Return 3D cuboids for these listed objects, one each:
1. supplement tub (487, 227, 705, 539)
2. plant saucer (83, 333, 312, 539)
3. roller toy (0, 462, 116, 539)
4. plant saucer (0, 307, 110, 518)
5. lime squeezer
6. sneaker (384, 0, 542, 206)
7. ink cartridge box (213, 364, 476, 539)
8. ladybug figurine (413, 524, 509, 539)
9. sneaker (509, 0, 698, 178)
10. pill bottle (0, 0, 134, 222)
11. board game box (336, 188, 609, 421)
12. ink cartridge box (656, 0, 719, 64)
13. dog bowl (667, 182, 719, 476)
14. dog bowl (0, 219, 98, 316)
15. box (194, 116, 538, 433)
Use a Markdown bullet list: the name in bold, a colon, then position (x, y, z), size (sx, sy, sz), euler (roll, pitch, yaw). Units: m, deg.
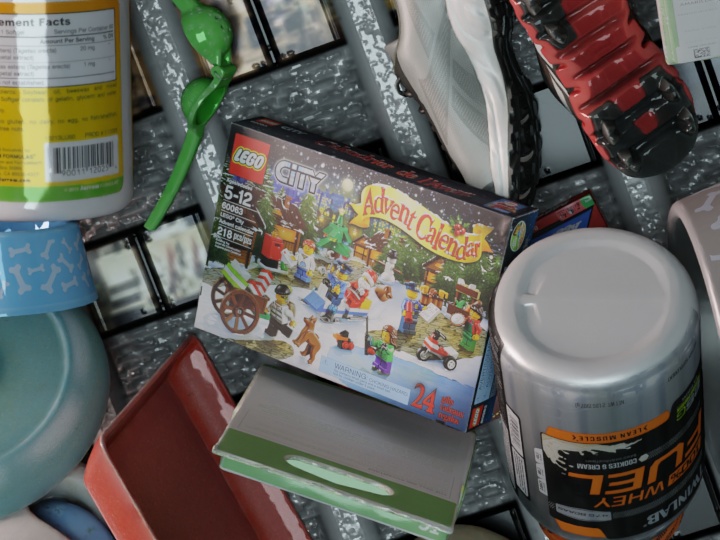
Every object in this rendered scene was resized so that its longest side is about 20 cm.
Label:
- **supplement tub**: position (0.143, 0.080, 1.415), size (0.122, 0.123, 0.200), euler (-5, 140, 7)
- **plant saucer**: position (-0.094, 0.159, 1.456), size (0.037, 0.200, 0.200), euler (-26, 100, 19)
- **roller toy**: position (-0.195, 0.215, 1.486), size (0.182, 0.140, 0.200), euler (-1, 122, 40)
- **plant saucer**: position (-0.255, 0.067, 1.463), size (0.199, 0.201, 0.027), euler (4, 144, 5)
- **lime squeezer**: position (-0.112, -0.121, 1.473), size (0.070, 0.038, 0.201), euler (-3, 104, 6)
- **sneaker**: position (0.061, -0.109, 1.448), size (0.079, 0.074, 0.201), euler (-11, 97, 18)
- **ink cartridge box**: position (-0.010, 0.119, 1.409), size (0.145, 0.200, 0.048), euler (18, 105, 2)
- **ladybug figurine**: position (0.076, 0.264, 1.528), size (0.135, 0.072, 0.201), euler (-16, 101, 9)
- **sneaker**: position (0.128, -0.150, 1.404), size (0.071, 0.098, 0.201), euler (-31, 113, 0)
- **pill bottle**: position (-0.194, -0.137, 1.439), size (0.111, 0.111, 0.201), euler (1, 103, 5)
- **board game box**: position (0.080, 0.040, 1.502), size (0.200, 0.019, 0.103), euler (-28, 100, 11)
- **ink cartridge box**: position (0.172, -0.227, 1.315), size (0.048, 0.200, 0.146), euler (-7, 62, 8)
- **dog bowl**: position (0.227, 0.041, 1.391), size (0.058, 0.200, 0.201), euler (-11, 102, 0)
- **dog bowl**: position (-0.258, -0.003, 1.428), size (0.199, 0.111, 0.050), euler (-2, 98, -1)
- **box**: position (0.000, 0.000, 1.448), size (0.200, 0.038, 0.137), euler (20, 109, 26)
